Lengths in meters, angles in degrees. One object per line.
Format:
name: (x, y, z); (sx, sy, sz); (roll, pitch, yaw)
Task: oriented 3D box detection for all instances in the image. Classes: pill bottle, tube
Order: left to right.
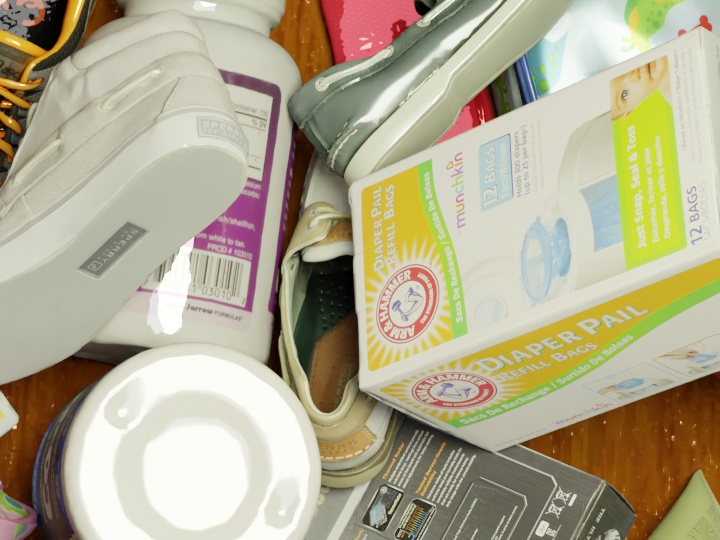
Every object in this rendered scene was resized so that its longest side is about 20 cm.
pill bottle: (-0.091, 0.097, 1.253); (0.114, 0.200, 0.114); (2, 82, -12)
pill bottle: (-0.087, -0.055, 1.320); (0.112, 0.112, 0.200); (9, 81, -10)
tube: (0.152, 0.158, 1.321); (0.052, 0.200, 0.058); (16, 109, 21)

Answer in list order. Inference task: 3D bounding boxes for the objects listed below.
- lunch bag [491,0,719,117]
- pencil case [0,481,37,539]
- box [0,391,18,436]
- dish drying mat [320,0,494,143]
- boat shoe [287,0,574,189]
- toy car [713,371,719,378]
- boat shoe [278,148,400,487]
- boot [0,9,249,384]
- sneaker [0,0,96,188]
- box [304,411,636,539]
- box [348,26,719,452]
lunch bag: (0.174, -0.081, 1.394); (0.200, 0.082, 0.161); (-11, 88, -12)
pencil case: (-0.226, 0.179, 1.254); (0.087, 0.087, 0.200); (26, 94, -7)
box: (-0.265, 0.096, 1.280); (0.200, 0.049, 0.082); (-39, 120, -14)
dish drying mat: (0.036, -0.054, 1.392); (0.077, 0.018, 0.200); (-11, 85, -11)
boat shoe: (0.048, -0.123, 1.309); (0.062, 0.073, 0.200); (41, 77, 15)
toy car: (0.237, 0.016, 1.313); (0.200, 0.150, 0.175); (30, 41, -21)
boat shoe: (0.000, 0.000, 1.316); (0.075, 0.068, 0.200); (1, 64, 5)
boot: (-0.134, -0.032, 1.245); (0.200, 0.074, 0.096); (-36, 47, 21)
sneaker: (-0.180, -0.085, 1.322); (0.078, 0.077, 0.200); (19, 81, -10)
box: (0.015, 0.167, 1.299); (0.158, 0.048, 0.200); (20, 75, 34)
box: (0.102, -0.008, 1.225); (0.101, 0.200, 0.113); (27, 51, -44)
